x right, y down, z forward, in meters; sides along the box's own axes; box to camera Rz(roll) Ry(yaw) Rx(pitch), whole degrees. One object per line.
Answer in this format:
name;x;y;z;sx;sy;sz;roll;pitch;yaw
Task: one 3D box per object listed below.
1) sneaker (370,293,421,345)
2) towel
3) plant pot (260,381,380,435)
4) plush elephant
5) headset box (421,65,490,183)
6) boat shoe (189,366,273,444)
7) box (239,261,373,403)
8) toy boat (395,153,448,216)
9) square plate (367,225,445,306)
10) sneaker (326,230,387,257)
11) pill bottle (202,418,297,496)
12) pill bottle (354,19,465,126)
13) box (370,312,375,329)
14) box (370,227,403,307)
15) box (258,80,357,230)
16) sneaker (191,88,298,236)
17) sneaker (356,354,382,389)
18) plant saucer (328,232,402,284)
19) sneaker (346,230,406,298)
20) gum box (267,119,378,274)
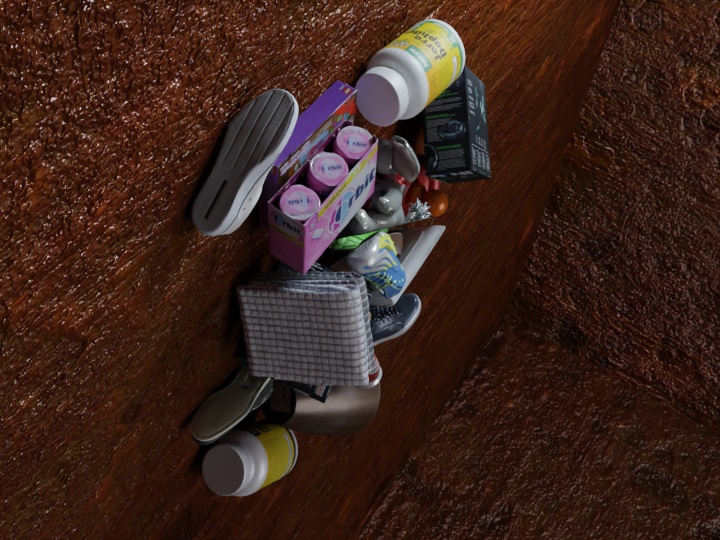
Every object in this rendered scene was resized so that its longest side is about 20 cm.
sneaker;0.031;0.092;1.738;0.200;0.077;0.147;-33;148;-3
towel;-0.080;0.086;1.266;0.086;0.195;0.169;-58;146;-59
plant pot;-0.091;0.227;1.562;0.198;0.186;0.190;1;118;-55
plush elephant;0.020;-0.145;1.359;0.196;0.159;0.164;-14;-176;-25
headset box;0.179;-0.275;1.563;0.174;0.091;0.205;-5;91;-70
boat shoe;-0.205;0.224;1.366;0.200;0.071;0.069;-45;153;-48
box;-0.088;0.091;1.351;0.046;0.156;0.203;-72;-175;-77
toy boat;0.112;-0.148;1.616;0.199;0.129;0.133;-21;137;-64
square plate;0.053;-0.015;1.646;0.028;0.196;0.201;47;65;-24
sneaker;-0.007;-0.047;1.523;0.199;0.076;0.085;-17;133;-63
pill bottle;-0.197;0.334;1.484;0.114;0.111;0.199;-64;163;8
pill bottle;0.075;-0.307;1.306;0.200;0.111;0.114;-45;156;-41
box;-0.046;0.087;1.514;0.200;0.114;0.062;56;44;-74
box;0.050;0.028;1.846;0.160;0.044;0.203;-46;156;-40
box;-0.075;-0.164;1.210;0.201;0.039;0.138;-50;160;-34
sneaker;-0.142;-0.134;1.037;0.202;0.073;0.071;-54;172;5
sneaker;-0.055;0.129;1.452;0.117;0.196;0.079;86;23;-55
plant saucer;0.000;0.000;1.523;0.198;0.035;0.201;-30;167;-7
sneaker;0.037;-0.005;1.339;0.075;0.106;0.200;-32;-176;14
gum box;-0.049;-0.109;1.189;0.201;0.065;0.114;-51;162;-31
